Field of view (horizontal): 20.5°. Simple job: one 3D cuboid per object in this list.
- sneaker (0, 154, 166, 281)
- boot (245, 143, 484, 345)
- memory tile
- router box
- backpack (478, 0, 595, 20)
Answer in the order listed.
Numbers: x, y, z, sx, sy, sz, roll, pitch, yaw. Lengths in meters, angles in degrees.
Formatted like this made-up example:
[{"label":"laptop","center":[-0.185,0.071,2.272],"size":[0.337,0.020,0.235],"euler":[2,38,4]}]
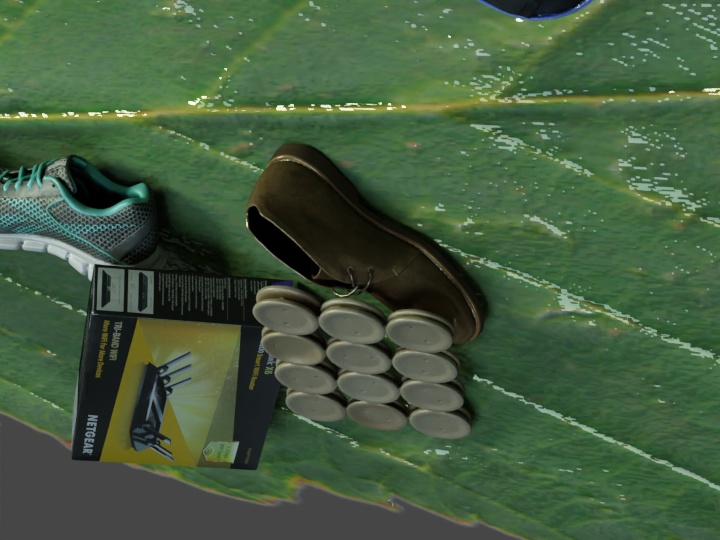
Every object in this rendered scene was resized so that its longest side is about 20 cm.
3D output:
[{"label":"sneaker","center":[-0.241,-0.059,1.556],"size":[0.199,0.078,0.092],"euler":[17,131,7]},{"label":"boot","center":[0.000,0.000,1.440],"size":[0.200,0.076,0.074],"euler":[38,138,-8]},{"label":"memory tile","center":[0.004,0.071,1.496],"size":[0.152,0.017,0.200],"euler":[6,152,12]},{"label":"router box","center":[-0.144,0.081,1.584],"size":[0.156,0.052,0.200],"euler":[4,141,-10]},{"label":"backpack","center":[0.102,-0.246,1.063],"size":[0.183,0.147,0.200],"euler":[33,136,2]}]
